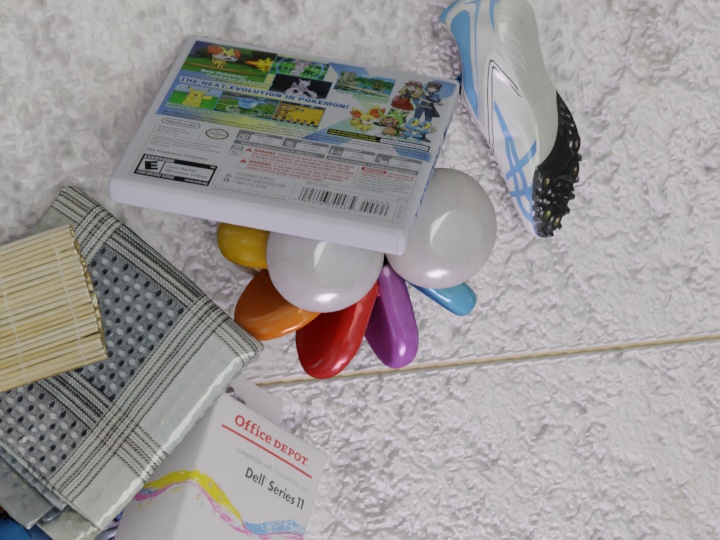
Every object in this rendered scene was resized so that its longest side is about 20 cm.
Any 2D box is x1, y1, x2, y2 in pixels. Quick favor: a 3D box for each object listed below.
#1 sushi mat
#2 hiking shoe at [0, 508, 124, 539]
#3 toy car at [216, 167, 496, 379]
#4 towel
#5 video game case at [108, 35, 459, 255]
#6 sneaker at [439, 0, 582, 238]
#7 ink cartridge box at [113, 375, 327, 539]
[{"bbox_3d":[-0.275,0.043,1.392,0.199,0.012,0.096,-18,84,2],"label":"sushi mat"},{"bbox_3d":[-0.205,0.164,1.453,0.199,0.074,0.087,-8,98,-29],"label":"hiking shoe"},{"bbox_3d":[0.000,0.000,1.442,0.199,0.175,0.151,-12,105,-18],"label":"toy car"},{"bbox_3d":[-0.199,0.067,1.404,0.192,0.035,0.200,40,84,14],"label":"towel"},{"bbox_3d":[-0.047,-0.088,1.380,0.199,0.183,0.022,10,130,9],"label":"video game case"},{"bbox_3d":[0.113,-0.117,1.530,0.072,0.072,0.201,-41,124,-39],"label":"sneaker"},{"bbox_3d":[-0.097,0.161,1.439,0.117,0.067,0.201,34,62,-38],"label":"ink cartridge box"}]
